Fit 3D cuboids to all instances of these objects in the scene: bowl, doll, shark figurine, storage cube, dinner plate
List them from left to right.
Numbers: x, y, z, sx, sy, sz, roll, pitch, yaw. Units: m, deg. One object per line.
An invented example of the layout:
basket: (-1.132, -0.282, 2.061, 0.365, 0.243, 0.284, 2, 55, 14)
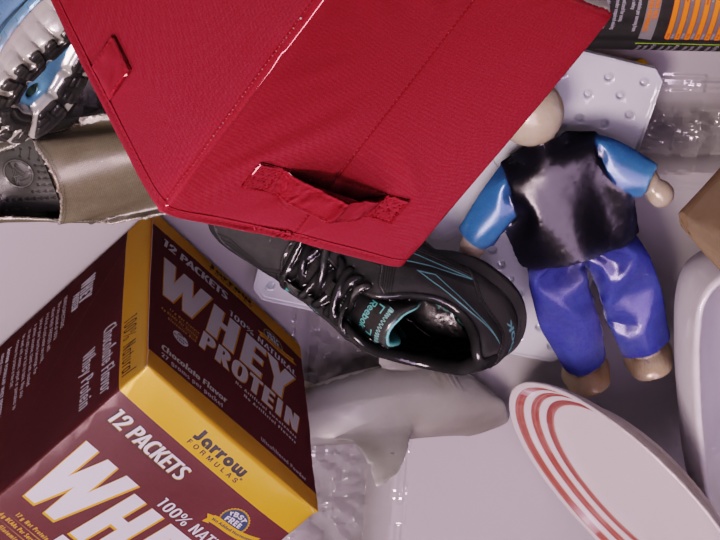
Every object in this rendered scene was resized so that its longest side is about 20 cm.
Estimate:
storage cube: (-0.021, -0.136, 1.009, 0.171, 0.200, 0.180, 12, 128, -43)
shark figurine: (-0.014, 0.109, 1.241, 0.214, 0.090, 0.128, -21, 139, 1)
doll: (0.120, -0.020, 1.194, 0.136, 0.048, 0.200, -15, 117, 10)
dinner plate: (0.169, 0.138, 1.240, 0.024, 0.200, 0.200, -42, 116, -15)
bowl: (0.274, 0.049, 1.235, 0.200, 0.075, 0.200, -17, 118, -16)

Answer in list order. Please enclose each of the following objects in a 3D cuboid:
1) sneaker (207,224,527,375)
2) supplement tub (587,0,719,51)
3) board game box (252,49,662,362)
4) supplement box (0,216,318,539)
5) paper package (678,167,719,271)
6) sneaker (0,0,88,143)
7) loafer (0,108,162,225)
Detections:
sneaker: (0.000, 0.000, 1.164, 0.200, 0.079, 0.076, 23, 116, 6)
supplement tub: (0.168, -0.180, 1.106, 0.200, 0.123, 0.123, 1, 117, -5)
board game box: (0.055, -0.055, 1.214, 0.200, 0.026, 0.200, 12, 115, -10)
supplement box: (-0.146, 0.109, 1.185, 0.200, 0.197, 0.133, -41, 113, 15)
paper package: (0.305, -0.029, 1.117, 0.200, 0.103, 0.191, -46, 119, -2)
sneaker: (-0.162, -0.170, 1.108, 0.200, 0.090, 0.078, -49, 154, -1)
loafer: (-0.149, -0.053, 1.149, 0.200, 0.070, 0.075, -9, 114, 19)
